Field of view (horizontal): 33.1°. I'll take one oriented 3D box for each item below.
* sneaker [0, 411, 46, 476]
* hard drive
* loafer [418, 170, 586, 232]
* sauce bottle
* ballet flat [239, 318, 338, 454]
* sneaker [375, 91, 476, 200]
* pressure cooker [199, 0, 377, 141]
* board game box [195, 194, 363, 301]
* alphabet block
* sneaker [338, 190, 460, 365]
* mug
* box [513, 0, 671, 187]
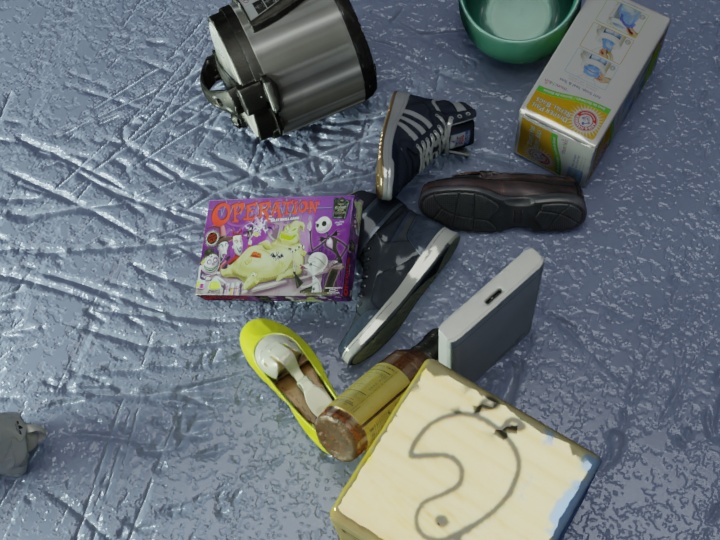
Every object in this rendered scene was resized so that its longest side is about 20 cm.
[{"bbox_3d":[-0.445,0.212,1.350,0.200,0.115,0.075,-31,63,28],"label":"sneaker"},{"bbox_3d":[0.138,0.063,1.302,0.132,0.200,0.027,-41,71,-13],"label":"hard drive"},{"bbox_3d":[0.168,-0.087,1.444,0.200,0.072,0.063,4,48,-1],"label":"loafer"},{"bbox_3d":[0.034,0.131,1.324,0.066,0.066,0.200,40,48,18],"label":"sauce bottle"},{"bbox_3d":[-0.069,0.122,1.363,0.067,0.067,0.200,-37,70,-9],"label":"ballet flat"},{"bbox_3d":[0.079,-0.147,1.435,0.108,0.070,0.200,9,38,3],"label":"sneaker"},{"bbox_3d":[-0.098,-0.253,1.465,0.200,0.176,0.179,-24,78,-5],"label":"pressure cooker"},{"bbox_3d":[-0.096,-0.025,1.401,0.200,0.032,0.120,-1,71,28],"label":"board game box"},{"bbox_3d":[0.107,0.240,1.234,0.200,0.196,0.196,29,70,15],"label":"alphabet block"},{"bbox_3d":[0.000,0.000,1.401,0.146,0.077,0.202,34,70,11],"label":"sneaker"},{"bbox_3d":[0.204,-0.349,1.505,0.152,0.114,0.185,23,83,11],"label":"mug"},{"bbox_3d":[0.277,-0.220,1.459,0.101,0.113,0.200,28,72,13],"label":"box"}]
